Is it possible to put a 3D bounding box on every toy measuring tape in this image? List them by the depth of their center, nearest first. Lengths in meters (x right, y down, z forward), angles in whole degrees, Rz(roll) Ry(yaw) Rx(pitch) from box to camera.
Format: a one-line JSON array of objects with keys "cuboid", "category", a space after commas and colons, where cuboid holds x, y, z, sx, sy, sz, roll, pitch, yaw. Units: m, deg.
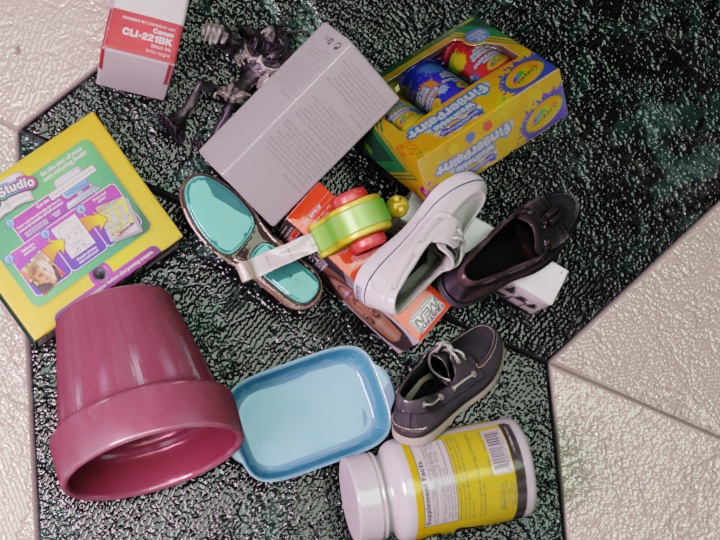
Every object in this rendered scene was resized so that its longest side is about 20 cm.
[{"cuboid": [-0.035, -0.039, 1.590, 0.199, 0.074, 0.074, -22, 85, -16], "category": "toy measuring tape"}]

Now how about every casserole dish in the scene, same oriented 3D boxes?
[{"cuboid": [-0.059, 0.160, 1.673, 0.199, 0.039, 0.122, -19, 85, -13], "category": "casserole dish"}]

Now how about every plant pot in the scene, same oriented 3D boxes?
[{"cuboid": [-0.238, 0.122, 1.577, 0.199, 0.200, 0.180, -13, 67, -13], "category": "plant pot"}]

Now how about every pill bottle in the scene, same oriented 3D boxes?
[{"cuboid": [0.083, 0.233, 1.649, 0.199, 0.114, 0.115, -9, 82, -12], "category": "pill bottle"}]

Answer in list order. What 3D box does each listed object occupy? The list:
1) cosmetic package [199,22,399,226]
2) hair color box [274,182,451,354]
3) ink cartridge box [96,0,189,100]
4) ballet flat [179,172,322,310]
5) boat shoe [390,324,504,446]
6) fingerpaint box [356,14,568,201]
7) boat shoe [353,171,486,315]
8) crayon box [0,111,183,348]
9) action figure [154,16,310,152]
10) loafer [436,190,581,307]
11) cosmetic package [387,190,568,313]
[{"cuboid": [-0.067, -0.160, 1.643, 0.200, 0.071, 0.101, -45, 130, 0], "category": "cosmetic package"}, {"cuboid": [0.000, 0.000, 1.679, 0.200, 0.102, 0.061, 42, 74, -1], "category": "hair color box"}, {"cuboid": [-0.230, -0.310, 1.666, 0.083, 0.144, 0.201, 12, 79, -10], "category": "ink cartridge box"}, {"cuboid": [-0.127, -0.026, 1.677, 0.068, 0.067, 0.200, -44, 90, -10], "category": "ballet flat"}, {"cuboid": [0.100, 0.112, 1.662, 0.072, 0.063, 0.200, 17, 43, 30], "category": "boat shoe"}, {"cuboid": [0.105, -0.186, 1.700, 0.199, 0.074, 0.167, -33, 44, -14], "category": "fingerpaint box"}, {"cuboid": [0.080, -0.024, 1.609, 0.065, 0.074, 0.200, 28, 66, 35], "category": "boat shoe"}, {"cuboid": [-0.325, -0.045, 1.646, 0.200, 0.058, 0.173, -36, 87, -15], "category": "crayon box"}, {"cuboid": [-0.133, -0.220, 1.693, 0.119, 0.102, 0.200, 36, 77, 9], "category": "action figure"}, {"cuboid": [0.174, -0.027, 1.651, 0.200, 0.063, 0.072, -35, 85, -22], "category": "loafer"}, {"cuboid": [0.132, -0.022, 1.719, 0.199, 0.083, 0.051, 29, 75, -4], "category": "cosmetic package"}]
